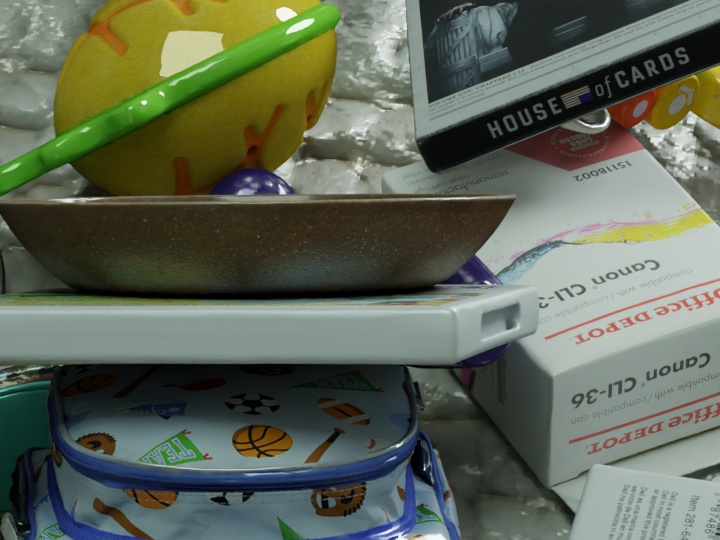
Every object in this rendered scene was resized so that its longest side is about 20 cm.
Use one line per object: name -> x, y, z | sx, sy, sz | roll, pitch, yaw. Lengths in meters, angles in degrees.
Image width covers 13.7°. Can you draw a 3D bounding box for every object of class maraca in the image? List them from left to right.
maraca -> -0.090, -0.078, 1.374 | 0.137, 0.107, 0.200 | -27, 3, 45

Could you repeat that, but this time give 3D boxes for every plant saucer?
plant saucer -> -0.040, -0.011, 1.153 | 0.200, 0.037, 0.200 | 0, 2, 0

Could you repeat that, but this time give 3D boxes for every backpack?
backpack -> -0.042, 0.115, 1.094 | 0.200, 0.154, 0.191 | -7, 25, -4

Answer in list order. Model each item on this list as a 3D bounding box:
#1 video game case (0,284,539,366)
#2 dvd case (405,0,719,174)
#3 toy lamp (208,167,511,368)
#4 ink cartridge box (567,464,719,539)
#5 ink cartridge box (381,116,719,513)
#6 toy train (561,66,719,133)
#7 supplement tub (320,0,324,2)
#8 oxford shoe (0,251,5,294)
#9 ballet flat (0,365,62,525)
video game case -> -0.046, 0.020, 1.111 | 0.200, 0.023, 0.182 | 0, 2, 12
dvd case -> 0.092, -0.125, 1.335 | 0.150, 0.025, 0.200 | -22, 30, 11
toy lamp -> 0.000, 0.000, 1.279 | 0.058, 0.058, 0.200 | -23, 24, -23
ink cartridge box -> 0.166, 0.160, 1.098 | 0.200, 0.084, 0.145 | 8, 41, 13
ink cartridge box -> 0.103, 0.020, 1.285 | 0.116, 0.068, 0.200 | -18, 41, -19
toy train -> 0.170, -0.073, 1.349 | 0.200, 0.056, 0.150 | 22, 21, -16
supplement tub -> -0.069, -0.232, 1.542 | 0.145, 0.145, 0.200 | -9, 40, -7
oxford shoe -> -0.203, 0.026, 1.286 | 0.073, 0.085, 0.200 | 5, 38, 12
ballet flat -> -0.097, 0.061, 1.262 | 0.200, 0.074, 0.074 | -8, 40, -9
